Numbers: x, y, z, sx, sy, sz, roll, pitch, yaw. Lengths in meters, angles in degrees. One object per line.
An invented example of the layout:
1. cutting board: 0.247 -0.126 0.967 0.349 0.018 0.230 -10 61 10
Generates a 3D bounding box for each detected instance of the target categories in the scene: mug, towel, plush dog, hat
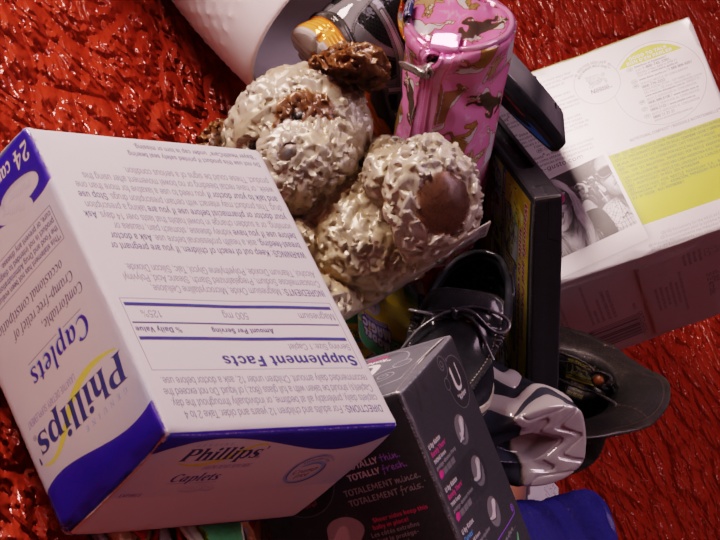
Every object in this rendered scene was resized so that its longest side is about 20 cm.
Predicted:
1. mug: -0.073 -0.227 1.565 0.175 0.148 0.200 46 -3 21
2. towel: 0.140 0.226 1.452 0.200 0.049 0.148 5 54 -61
3. plush dog: -0.020 -0.061 1.434 0.172 0.199 0.160 58 16 4
4. hat: 0.142 0.115 1.662 0.201 0.199 0.081 -53 156 -64

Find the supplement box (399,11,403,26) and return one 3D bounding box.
1. supplement box: 0.026 -0.163 1.702 0.200 0.067 0.069 49 12 14

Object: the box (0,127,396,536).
1. box: -0.108 0.034 1.184 0.183 0.105 0.201 2 52 -48

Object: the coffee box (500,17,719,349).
1. coffee box: 0.230 -0.065 1.837 0.200 0.199 0.199 59 12 -66

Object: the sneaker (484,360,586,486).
1. sneaker: 0.042 0.105 1.460 0.130 0.198 0.080 -137 -144 -65

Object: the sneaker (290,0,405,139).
1. sneaker: 0.013 -0.141 1.536 0.078 0.077 0.200 40 -9 20

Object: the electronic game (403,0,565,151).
1. electronic game: 0.090 -0.169 1.680 0.200 0.042 0.200 46 3 -4

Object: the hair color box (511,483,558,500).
1. hair color box: 0.088 0.202 1.500 0.111 0.064 0.201 46 27 -28

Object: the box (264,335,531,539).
1. box: 0.025 0.160 1.309 0.201 0.122 0.106 69 25 -10

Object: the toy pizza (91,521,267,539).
1. toy pizza: -0.112 0.105 1.252 0.200 0.032 0.201 44 29 -33

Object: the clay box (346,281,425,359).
1. clay box: 0.000 0.000 1.565 0.115 0.047 0.201 38 34 -46

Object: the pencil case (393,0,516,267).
1. pencil case: 0.056 -0.096 1.493 0.086 0.201 0.083 -7 41 -19

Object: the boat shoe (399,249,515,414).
1. boat shoe: 0.063 0.044 1.425 0.200 0.074 0.063 -58 157 -61

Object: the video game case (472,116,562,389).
1. video game case: 0.107 -0.003 1.562 0.181 0.025 0.201 -119 -156 -59
